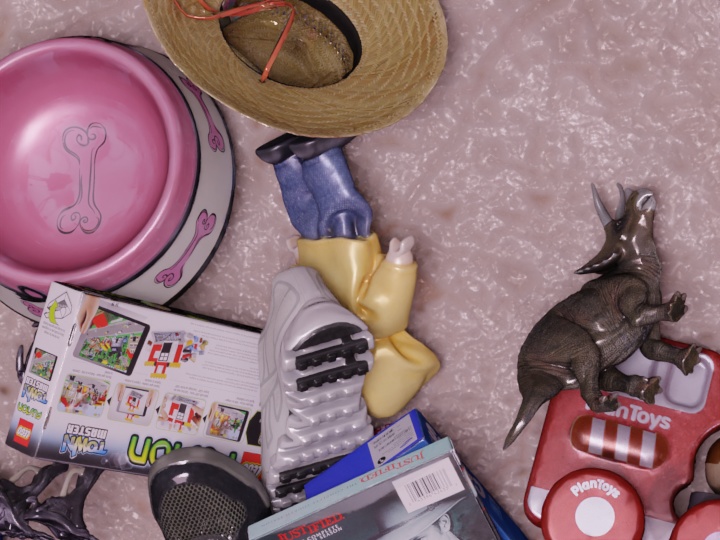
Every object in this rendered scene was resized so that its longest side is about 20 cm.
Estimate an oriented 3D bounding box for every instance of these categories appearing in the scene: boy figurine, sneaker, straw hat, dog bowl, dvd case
[{"bbox_3d":[0.000,0.000,1.510,0.124,0.064,0.200,-8,107,53],"label":"boy figurine"},{"bbox_3d":[-0.087,0.209,1.490,0.076,0.114,0.200,-11,128,5],"label":"sneaker"},{"bbox_3d":[-0.035,0.082,1.506,0.075,0.081,0.200,-11,135,-21],"label":"sneaker"},{"bbox_3d":[-0.050,-0.143,1.489,0.201,0.201,0.085,30,144,4],"label":"straw hat"},{"bbox_3d":[-0.186,-0.064,1.505,0.200,0.074,0.200,-3,78,12],"label":"dog bowl"},{"bbox_3d":[0.034,0.217,1.492,0.146,0.022,0.200,-25,117,6],"label":"dvd case"}]

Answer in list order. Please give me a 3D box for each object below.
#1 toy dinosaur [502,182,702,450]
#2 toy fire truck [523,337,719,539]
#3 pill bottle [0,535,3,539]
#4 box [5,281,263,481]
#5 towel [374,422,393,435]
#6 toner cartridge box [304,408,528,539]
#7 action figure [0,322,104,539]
[{"bbox_3d":[0.150,0.045,1.468,0.102,0.077,0.200,26,72,43],"label":"toy dinosaur"},{"bbox_3d":[0.207,0.127,1.492,0.200,0.112,0.168,13,82,11],"label":"toy fire truck"},{"bbox_3d":[-0.307,0.238,1.597,0.120,0.120,0.200,1,101,11],"label":"pill bottle"},{"bbox_3d":[-0.130,0.079,1.494,0.035,0.200,0.110,19,92,45],"label":"box"},{"bbox_3d":[-0.031,0.198,1.587,0.200,0.022,0.145,-21,96,13],"label":"towel"},{"bbox_3d":[0.059,0.193,1.519,0.095,0.043,0.200,-36,114,11],"label":"toner cartridge box"},{"bbox_3d":[-0.185,0.091,1.557,0.119,0.102,0.200,-3,60,37],"label":"action figure"}]
